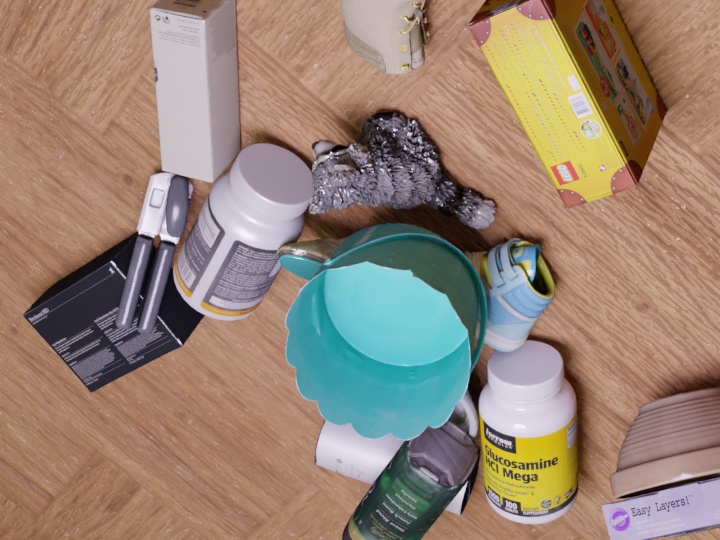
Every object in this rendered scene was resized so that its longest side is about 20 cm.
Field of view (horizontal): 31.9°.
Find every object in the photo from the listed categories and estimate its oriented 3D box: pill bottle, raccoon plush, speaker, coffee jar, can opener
[{"bbox_3d":[-0.132,-0.044,1.444,0.116,0.116,0.200,34,131,0],"label":"pill bottle"},{"bbox_3d":[0.194,0.185,1.455,0.112,0.113,0.201,7,126,21],"label":"pill bottle"},{"bbox_3d":[0.041,-0.086,1.317,0.199,0.134,0.097,23,129,9],"label":"raccoon plush"},{"bbox_3d":[0.048,0.239,1.586,0.199,0.081,0.081,17,129,14],"label":"speaker"},{"bbox_3d":[0.054,0.269,1.486,0.085,0.104,0.200,35,128,5],"label":"coffee jar"},{"bbox_3d":[-0.246,-0.020,1.502,0.053,0.067,0.201,14,96,-14],"label":"can opener"}]

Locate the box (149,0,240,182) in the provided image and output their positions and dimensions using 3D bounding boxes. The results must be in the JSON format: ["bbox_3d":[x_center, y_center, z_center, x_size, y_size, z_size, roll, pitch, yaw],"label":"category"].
[{"bbox_3d":[-0.178,-0.204,1.375,0.068,0.082,0.201,14,127,15],"label":"box"}]

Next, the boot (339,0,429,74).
[{"bbox_3d":[0.053,-0.255,1.201,0.199,0.073,0.156,17,147,28],"label":"boot"}]

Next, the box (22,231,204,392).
[{"bbox_3d":[-0.318,0.056,1.631,0.200,0.079,0.141,-26,112,37],"label":"box"}]

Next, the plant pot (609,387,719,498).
[{"bbox_3d":[0.361,0.182,1.359,0.200,0.200,0.093,-20,72,35],"label":"plant pot"}]

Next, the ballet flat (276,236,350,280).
[{"bbox_3d":[0.000,0.000,1.425,0.199,0.071,0.071,25,133,-16],"label":"ballet flat"}]

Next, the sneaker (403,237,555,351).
[{"bbox_3d":[0.123,-0.006,1.377,0.199,0.080,0.131,29,133,-9],"label":"sneaker"}]

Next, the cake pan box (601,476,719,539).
[{"bbox_3d":[0.388,0.255,1.377,0.200,0.184,0.053,-22,69,34],"label":"cake pan box"}]

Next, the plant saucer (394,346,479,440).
[{"bbox_3d":[0.061,0.130,1.499,0.200,0.050,0.200,27,150,17],"label":"plant saucer"}]

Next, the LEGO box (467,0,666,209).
[{"bbox_3d":[0.196,-0.184,1.164,0.077,0.149,0.200,-18,114,34],"label":"LEGO box"}]

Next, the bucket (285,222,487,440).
[{"bbox_3d":[0.031,0.056,1.311,0.206,0.135,0.208,5,117,11],"label":"bucket"}]
